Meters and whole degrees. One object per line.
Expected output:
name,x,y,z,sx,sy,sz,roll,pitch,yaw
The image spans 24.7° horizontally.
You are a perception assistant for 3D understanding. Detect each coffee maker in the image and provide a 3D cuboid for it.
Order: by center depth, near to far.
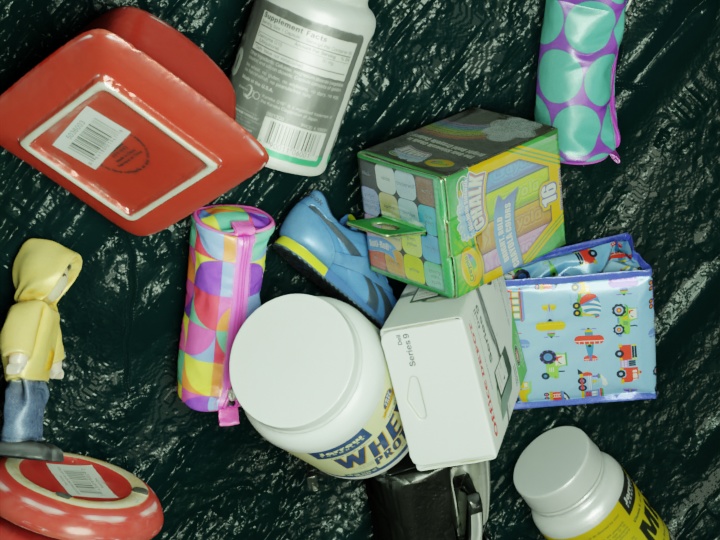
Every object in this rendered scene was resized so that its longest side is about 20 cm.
coffee maker,0.052,0.266,1.712,0.189,0.135,0.202,-4,113,7

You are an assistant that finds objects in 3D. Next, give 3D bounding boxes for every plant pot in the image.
plant pot,-0.290,0.277,1.543,0.198,0.200,0.185,9,102,-23

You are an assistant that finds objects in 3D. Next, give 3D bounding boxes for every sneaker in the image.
sneaker,0.000,0.000,1.607,0.200,0.066,0.079,44,73,-34

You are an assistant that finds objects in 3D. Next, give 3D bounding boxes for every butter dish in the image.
butter dish,-0.195,-0.154,1.437,0.199,0.149,0.199,35,138,-28

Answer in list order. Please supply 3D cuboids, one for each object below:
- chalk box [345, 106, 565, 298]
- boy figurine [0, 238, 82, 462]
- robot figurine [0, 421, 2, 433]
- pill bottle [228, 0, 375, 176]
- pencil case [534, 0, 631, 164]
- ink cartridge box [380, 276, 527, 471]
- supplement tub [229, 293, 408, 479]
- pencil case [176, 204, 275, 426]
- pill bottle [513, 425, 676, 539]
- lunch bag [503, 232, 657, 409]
chalk box,0.080,-0.058,1.542,0.199,0.124,0.125,-24,119,-33
boy figurine,-0.295,0.074,1.509,0.064,0.124,0.203,4,79,9
robot figurine,-0.425,0.133,1.472,0.199,0.151,0.125,27,114,-27
pill bottle,-0.052,-0.197,1.480,0.112,0.113,0.202,14,105,-24
pencil case,0.218,-0.207,1.588,0.091,0.085,0.202,8,112,9
ink cartridge box,0.093,0.081,1.578,0.083,0.200,0.148,-10,108,18
supplement tub,-0.030,0.109,1.551,0.145,0.145,0.200,-44,154,2
pencil case,-0.128,0.039,1.565,0.087,0.088,0.203,-2,111,-19
pill bottle,0.255,0.268,1.779,0.114,0.114,0.200,-40,119,0
lunch bag,0.198,0.062,1.698,0.197,0.094,0.152,-9,116,-4
